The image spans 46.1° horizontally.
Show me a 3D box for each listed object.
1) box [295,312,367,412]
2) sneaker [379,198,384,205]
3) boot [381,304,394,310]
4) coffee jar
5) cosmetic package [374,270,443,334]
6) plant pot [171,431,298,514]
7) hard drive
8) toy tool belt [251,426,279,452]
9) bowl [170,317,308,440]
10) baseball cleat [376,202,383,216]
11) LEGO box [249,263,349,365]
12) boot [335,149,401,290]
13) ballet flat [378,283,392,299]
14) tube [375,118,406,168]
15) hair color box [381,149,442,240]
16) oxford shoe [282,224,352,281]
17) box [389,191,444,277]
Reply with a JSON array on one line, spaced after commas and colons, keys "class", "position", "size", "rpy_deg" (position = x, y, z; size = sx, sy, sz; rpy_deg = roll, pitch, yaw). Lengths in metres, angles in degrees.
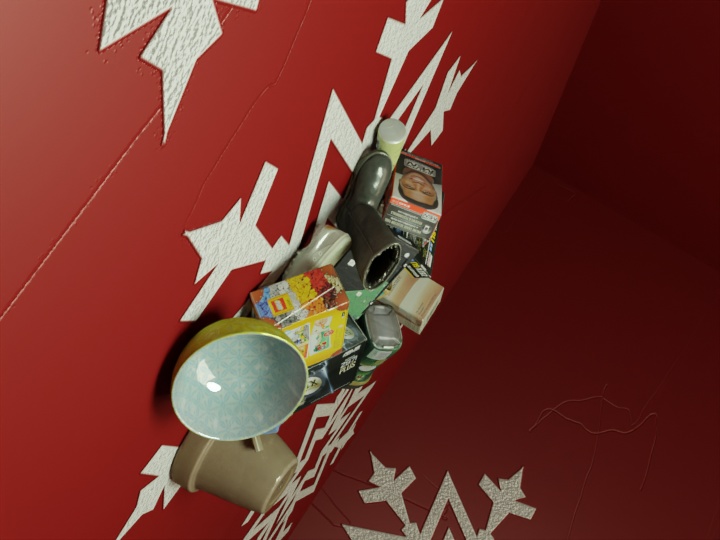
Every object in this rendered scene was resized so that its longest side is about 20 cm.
[{"class": "box", "position": [-0.100, 0.182, 1.619], "size": [0.198, 0.087, 0.165], "rpy_deg": [-24, 151, -26]}, {"class": "sneaker", "position": [0.040, -0.051, 1.794], "size": [0.202, 0.089, 0.078], "rpy_deg": [-60, 168, 4]}, {"class": "boot", "position": [-0.034, 0.117, 1.882], "size": [0.149, 0.198, 0.075], "rpy_deg": [-6, 90, -41]}, {"class": "coffee jar", "position": [0.007, 0.162, 1.742], "size": [0.084, 0.106, 0.200], "rpy_deg": [4, 147, -27]}, {"class": "cosmetic package", "position": [0.079, 0.040, 1.914], "size": [0.104, 0.198, 0.088], "rpy_deg": [-55, 167, -21]}, {"class": "plant pot", "position": [-0.210, 0.337, 1.504], "size": [0.202, 0.173, 0.201], "rpy_deg": [-54, 168, -17]}, {"class": "hard drive", "position": [0.000, 0.000, 1.612], "size": [0.139, 0.038, 0.201], "rpy_deg": [25, 113, -40]}, {"class": "toy tool belt", "position": [-0.170, 0.209, 1.378], "size": [0.201, 0.122, 0.125], "rpy_deg": [84, 10, -59]}, {"class": "bowl", "position": [-0.183, 0.139, 1.239], "size": [0.203, 0.197, 0.108], "rpy_deg": [-64, -151, 24]}, {"class": "baseball cleat", "position": [0.007, -0.080, 1.639], "size": [0.108, 0.069, 0.200], "rpy_deg": [-61, 167, -3]}, {"class": "LEGO box", "position": [-0.105, 0.092, 1.425], "size": [0.147, 0.078, 0.201], "rpy_deg": [-19, 154, -16]}, {"class": "boot", "position": [0.025, -0.090, 1.443], "size": [0.201, 0.071, 0.184], "rpy_deg": [-112, -138, -60]}, {"class": "ballet flat", "position": [0.064, -0.030, 1.859], "size": [0.062, 0.068, 0.203], "rpy_deg": [-16, -126, 47]}, {"class": "tube", "position": [0.049, -0.208, 1.565], "size": [0.057, 0.052, 0.201], "rpy_deg": [-25, 163, -15]}, {"class": "hair color box", "position": [0.099, -0.147, 1.593], "size": [0.201, 0.100, 0.062], "rpy_deg": [-82, -167, -55]}, {"class": "oxford shoe", "position": [-0.097, -0.001, 1.449], "size": [0.200, 0.058, 0.075], "rpy_deg": [-47, 168, 11]}, {"class": "box", "position": [0.113, -0.109, 1.751], "size": [0.160, 0.048, 0.204], "rpy_deg": [44, 51, -55]}]
